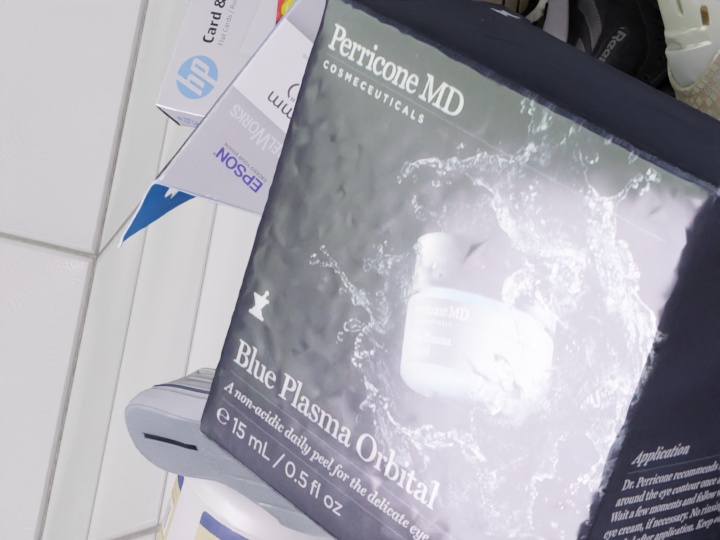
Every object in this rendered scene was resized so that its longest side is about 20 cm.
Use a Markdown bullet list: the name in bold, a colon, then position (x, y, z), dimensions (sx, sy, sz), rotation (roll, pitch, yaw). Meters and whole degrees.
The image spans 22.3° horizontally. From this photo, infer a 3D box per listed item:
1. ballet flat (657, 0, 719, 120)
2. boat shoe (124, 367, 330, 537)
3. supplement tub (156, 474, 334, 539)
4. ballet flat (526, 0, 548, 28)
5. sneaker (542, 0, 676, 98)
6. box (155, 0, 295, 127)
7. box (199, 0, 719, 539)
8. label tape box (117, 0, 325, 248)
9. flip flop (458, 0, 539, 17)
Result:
- **ballet flat**: position (0.154, -0.138, 0.771), dimensions (0.067, 0.062, 0.202), rotation (-172, 94, -76)
- **boat shoe**: position (-0.051, 0.087, 1.012), dimensions (0.199, 0.067, 0.074), rotation (16, 133, 43)
- **supplement tub**: position (-0.064, 0.205, 1.130), dimensions (0.145, 0.143, 0.202), rotation (-110, 36, -64)
- **ballet flat**: position (0.088, -0.108, 0.953), dimensions (0.200, 0.071, 0.072), rotation (-47, -16, -54)
- **sneaker**: position (0.130, -0.099, 0.857), dimensions (0.087, 0.076, 0.202), rotation (10, 75, 43)
- **box**: position (-0.004, -0.143, 1.063), dimensions (0.041, 0.198, 0.157), rotation (38, -111, -65)
- **box**: position (0.059, 0.019, 0.716), dimensions (0.196, 0.117, 0.202), rotation (32, 112, 37)
- **label tape box**: position (-0.028, -0.083, 0.951), dimensions (0.200, 0.066, 0.143), rotation (-51, -2, 18)
- **flip flop**: position (0.058, -0.151, 0.858), dimensions (0.200, 0.057, 0.082), rotation (-57, -13, -65)
